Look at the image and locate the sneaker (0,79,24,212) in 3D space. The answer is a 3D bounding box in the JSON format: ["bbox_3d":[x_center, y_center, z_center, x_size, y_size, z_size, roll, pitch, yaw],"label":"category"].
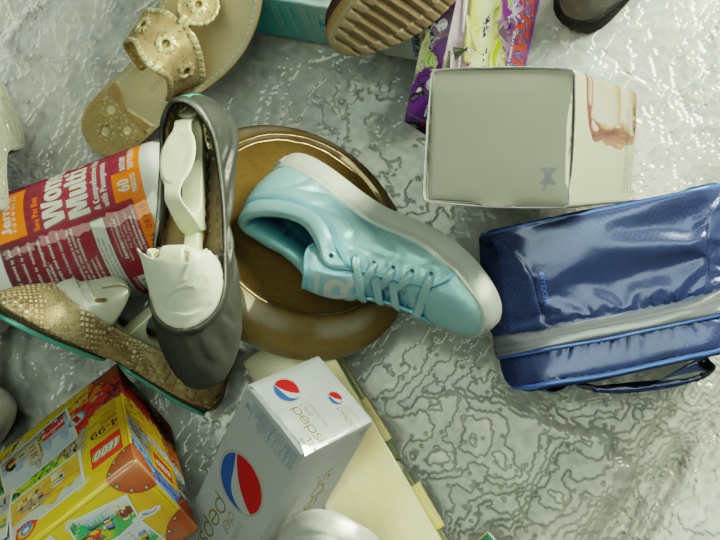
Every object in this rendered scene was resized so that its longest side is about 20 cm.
[{"bbox_3d":[-0.328,-0.088,0.884,0.110,0.077,0.201,-20,36,1],"label":"sneaker"}]

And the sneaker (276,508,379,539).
[{"bbox_3d":[-0.040,0.244,0.777,0.074,0.201,0.089,20,43,-2],"label":"sneaker"}]

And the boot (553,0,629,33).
[{"bbox_3d":[0.225,-0.275,0.865,0.070,0.132,0.201,38,87,12],"label":"boot"}]

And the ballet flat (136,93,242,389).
[{"bbox_3d":[-0.119,-0.024,0.766,0.067,0.068,0.204,-6,77,15],"label":"ballet flat"}]

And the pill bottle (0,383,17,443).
[{"bbox_3d":[-0.372,0.073,0.890,0.200,0.111,0.111,44,88,11],"label":"pill bottle"}]

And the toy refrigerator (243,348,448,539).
[{"bbox_3d":[-0.004,0.139,0.852,0.069,0.076,0.202,-31,78,1],"label":"toy refrigerator"}]

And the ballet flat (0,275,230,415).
[{"bbox_3d":[-0.176,0.042,0.849,0.066,0.199,0.070,-58,37,2],"label":"ballet flat"}]

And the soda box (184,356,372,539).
[{"bbox_3d":[-0.066,0.156,0.798,0.064,0.068,0.201,47,133,23],"label":"soda box"}]

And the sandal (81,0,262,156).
[{"bbox_3d":[-0.153,-0.156,0.878,0.078,0.070,0.211,43,117,-8],"label":"sandal"}]

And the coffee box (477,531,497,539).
[{"bbox_3d":[0.054,0.293,0.806,0.200,0.044,0.123,-42,118,0],"label":"coffee box"}]

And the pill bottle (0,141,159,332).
[{"bbox_3d":[-0.230,-0.018,0.889,0.197,0.110,0.111,-19,79,3],"label":"pill bottle"}]

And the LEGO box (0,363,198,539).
[{"bbox_3d":[-0.227,0.185,0.829,0.199,0.149,0.077,-38,117,-1],"label":"LEGO box"}]

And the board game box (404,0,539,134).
[{"bbox_3d":[0.094,-0.189,0.875,0.032,0.120,0.203,8,81,32],"label":"board game box"}]

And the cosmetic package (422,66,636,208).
[{"bbox_3d":[0.125,-0.090,0.796,0.102,0.199,0.089,5,97,22],"label":"cosmetic package"}]

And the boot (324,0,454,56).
[{"bbox_3d":[0.025,-0.268,0.836,0.200,0.072,0.167,-43,52,11],"label":"boot"}]

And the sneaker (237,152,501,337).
[{"bbox_3d":[0.000,0.000,0.789,0.198,0.074,0.082,31,56,20],"label":"sneaker"}]

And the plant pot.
[{"bbox_3d":[-0.047,-0.030,0.853,0.197,0.028,0.203,13,56,-19],"label":"plant pot"}]

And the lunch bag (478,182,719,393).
[{"bbox_3d":[0.188,0.020,0.815,0.197,0.136,0.135,-11,89,8],"label":"lunch bag"}]

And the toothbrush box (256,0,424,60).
[{"bbox_3d":[-0.012,-0.264,0.915,0.197,0.085,0.149,10,81,9],"label":"toothbrush box"}]
